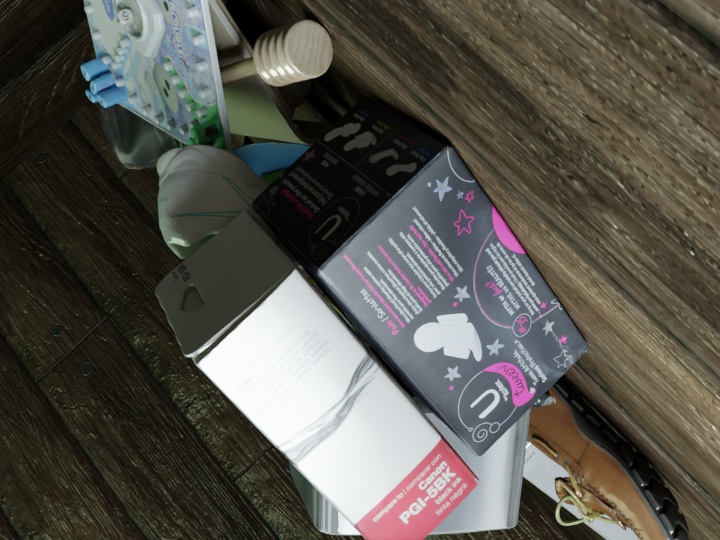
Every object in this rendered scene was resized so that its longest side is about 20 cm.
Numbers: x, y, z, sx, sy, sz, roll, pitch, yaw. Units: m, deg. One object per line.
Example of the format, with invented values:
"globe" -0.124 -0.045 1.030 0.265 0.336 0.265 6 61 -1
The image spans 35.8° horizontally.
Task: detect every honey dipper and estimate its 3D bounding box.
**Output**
"honey dipper" -0.089 -0.144 0.793 0.038 0.038 0.199 49 155 -26

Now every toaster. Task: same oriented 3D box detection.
"toaster" 0.039 0.134 0.928 0.200 0.178 0.121 -146 57 -74

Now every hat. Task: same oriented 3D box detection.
"hat" -0.190 -0.144 1.000 0.201 0.080 0.203 -18 -90 -86

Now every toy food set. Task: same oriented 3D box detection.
"toy food set" -0.108 -0.185 0.873 0.143 0.061 0.201 16 147 49

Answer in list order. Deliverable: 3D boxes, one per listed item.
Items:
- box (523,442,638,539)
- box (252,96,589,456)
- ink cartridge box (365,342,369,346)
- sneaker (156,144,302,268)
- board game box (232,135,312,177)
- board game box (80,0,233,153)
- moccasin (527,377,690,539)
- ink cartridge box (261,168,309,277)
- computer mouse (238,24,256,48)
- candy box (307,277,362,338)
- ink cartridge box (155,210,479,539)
"box" 0.200 0.201 1.154 0.199 0.036 0.145 40 -173 -25
"box" 0.040 0.005 0.759 0.200 0.115 0.132 51 175 -33
"ink cartridge box" -0.012 0.051 1.180 0.144 0.200 0.148 41 173 44
"sneaker" -0.057 -0.025 0.815 0.198 0.081 0.070 12 150 -23
"board game box" -0.035 -0.080 1.029 0.156 0.039 0.200 2 155 24
"board game box" -0.171 -0.192 0.828 0.199 0.026 0.202 32 139 43
"moccasin" 0.187 0.168 0.912 0.201 0.078 0.073 46 -166 30
"ink cartridge box" 0.000 0.000 0.977 0.147 0.076 0.200 -9 131 42
"computer mouse" -0.122 -0.216 0.975 0.201 0.046 0.140 52 172 6
"candy box" -0.040 0.033 0.917 0.101 0.027 0.200 3 170 16
"ink cartridge box" -0.030 0.072 0.727 0.200 0.083 0.147 50 177 -26
